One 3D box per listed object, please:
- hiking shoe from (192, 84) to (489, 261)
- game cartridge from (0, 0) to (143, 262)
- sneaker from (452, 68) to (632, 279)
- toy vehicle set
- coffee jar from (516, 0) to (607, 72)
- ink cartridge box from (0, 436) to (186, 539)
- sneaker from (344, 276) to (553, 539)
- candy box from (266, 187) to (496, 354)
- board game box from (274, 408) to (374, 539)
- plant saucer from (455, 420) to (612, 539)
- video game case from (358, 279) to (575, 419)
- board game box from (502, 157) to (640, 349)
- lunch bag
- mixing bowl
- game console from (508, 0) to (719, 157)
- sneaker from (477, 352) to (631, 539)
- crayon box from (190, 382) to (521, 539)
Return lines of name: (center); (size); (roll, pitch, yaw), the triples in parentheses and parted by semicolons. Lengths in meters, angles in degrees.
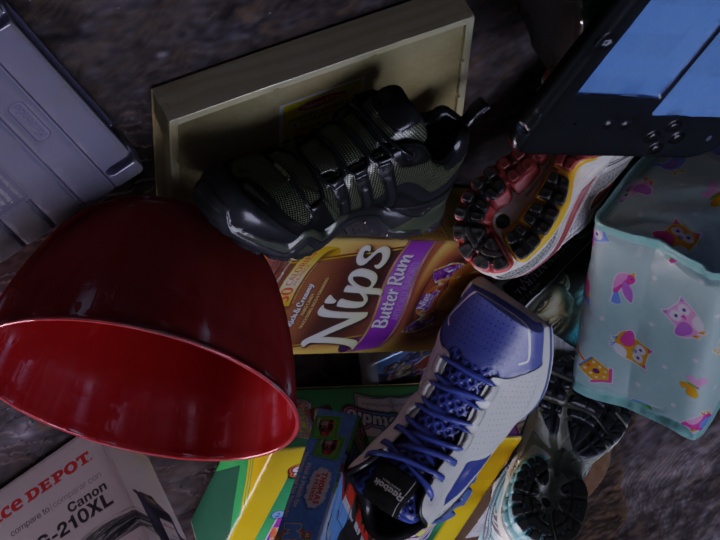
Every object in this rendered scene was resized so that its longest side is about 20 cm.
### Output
hiking shoe: (-0.013, -0.069, 1.371); (0.199, 0.076, 0.101); (-11, 137, -46)
game cartridge: (-0.213, -0.073, 1.268); (0.129, 0.039, 0.200); (-29, 151, 5)
sneaker: (0.136, -0.079, 1.512); (0.200, 0.078, 0.082); (-48, 161, -1)
toy vehicle set: (-0.028, -0.092, 1.407); (0.199, 0.027, 0.125); (-20, 149, -17)
coffee jar: (0.197, -0.190, 1.402); (0.199, 0.086, 0.104); (-22, 150, -15)
ink cartridge box: (-0.182, 0.229, 1.582); (0.144, 0.200, 0.084); (-34, 147, 7)
sneaker: (0.054, 0.113, 1.565); (0.115, 0.080, 0.200); (-38, 157, -59)
candy box: (0.000, 0.000, 1.544); (0.199, 0.057, 0.117); (1, 138, -41)
board game box: (-0.029, 0.220, 1.596); (0.036, 0.201, 0.152); (8, 147, 18)
plant saucer: (0.130, 0.184, 1.964); (0.199, 0.030, 0.200); (-22, 150, -13)
video game case: (0.087, 0.075, 1.768); (0.182, 0.023, 0.200); (-25, 151, -11)
board game box: (0.203, -0.030, 1.676); (0.200, 0.028, 0.135); (-46, 148, 9)
lunch bag: (0.234, -0.016, 1.582); (0.200, 0.122, 0.171); (-50, 155, -40)
mixing bowl: (-0.123, 0.025, 1.381); (0.199, 0.109, 0.200); (9, 155, 4)
game console: (0.200, -0.136, 1.369); (0.176, 0.031, 0.200); (-6, 145, -39)
sneaker: (0.136, 0.143, 1.762); (0.086, 0.078, 0.200); (-45, -171, 46)
crayon box: (-0.005, 0.155, 1.734); (0.199, 0.058, 0.173); (-1, 141, -25)
